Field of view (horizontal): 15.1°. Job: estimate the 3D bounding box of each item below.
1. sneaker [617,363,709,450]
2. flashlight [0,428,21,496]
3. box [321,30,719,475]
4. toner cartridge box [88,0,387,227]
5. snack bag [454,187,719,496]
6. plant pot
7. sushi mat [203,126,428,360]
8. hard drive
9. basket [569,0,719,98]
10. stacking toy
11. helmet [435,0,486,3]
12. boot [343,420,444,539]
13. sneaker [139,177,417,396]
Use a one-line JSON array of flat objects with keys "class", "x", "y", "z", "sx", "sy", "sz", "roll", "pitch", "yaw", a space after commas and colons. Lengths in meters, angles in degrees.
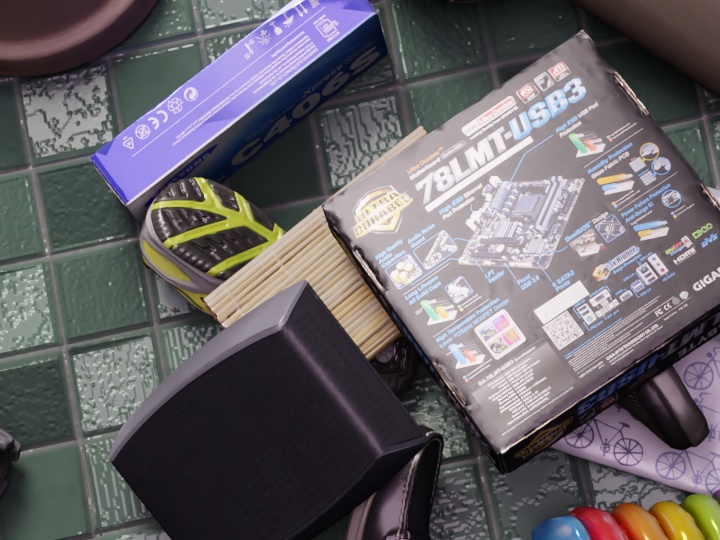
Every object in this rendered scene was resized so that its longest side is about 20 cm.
[{"class": "sneaker", "x": 0.120, "y": 0.056, "z": 1.668, "sx": 0.114, "sy": 0.076, "sz": 0.199, "roll": -43, "pitch": 73, "yaw": -2}, {"class": "flashlight", "x": -0.316, "y": 0.088, "z": 1.728, "sx": 0.200, "sy": 0.068, "sz": 0.068, "roll": 29, "pitch": 83, "yaw": 10}, {"class": "box", "x": 0.111, "y": -0.013, "z": 1.629, "sx": 0.200, "sy": 0.050, "sz": 0.199, "roll": -34, "pitch": 66, "yaw": -5}, {"class": "toner cartridge box", "x": -0.075, "y": -0.106, "z": 1.732, "sx": 0.200, "sy": 0.095, "sz": 0.043, "roll": -38, "pitch": 77, "yaw": -2}, {"class": "snack bag", "x": 0.178, "y": 0.028, "z": 1.715, "sx": 0.188, "sy": 0.021, "sz": 0.201, "roll": 18, "pitch": 80, "yaw": 10}, {"class": "plant pot", "x": -0.225, "y": -0.243, "z": 1.737, "sx": 0.200, "sy": 0.175, "sz": 0.201, "roll": -1, "pitch": 77, "yaw": 4}, {"class": "sushi mat", "x": 0.000, "y": 0.000, "z": 1.695, "sx": 0.200, "sy": 0.012, "sz": 0.096, "roll": -39, "pitch": 91, "yaw": -27}, {"class": "hard drive", "x": -0.064, "y": 0.106, "z": 1.641, "sx": 0.135, "sy": 0.042, "sz": 0.200, "roll": 52, "pitch": 129, "yaw": 1}, {"class": "basket", "x": 0.247, "y": -0.177, "z": 1.699, "sx": 0.200, "sy": 0.136, "sz": 0.180, "roll": 44, "pitch": 87, "yaw": 9}, {"class": "stacking toy", "x": 0.212, "y": 0.175, "z": 1.649, "sx": 0.199, "sy": 0.116, "sz": 0.110, "roll": -18, "pitch": 79, "yaw": -10}, {"class": "helmet", "x": 0.066, "y": -0.271, "z": 1.702, "sx": 0.200, "sy": 0.200, "sz": 0.191, "roll": -35, "pitch": 75, "yaw": -2}, {"class": "boot", "x": 0.063, "y": 0.204, "z": 1.646, "sx": 0.153, "sy": 0.073, "sz": 0.204, "roll": 13, "pitch": 86, "yaw": 24}, {"class": "sneaker", "x": -0.051, "y": 0.014, "z": 1.720, "sx": 0.200, "sy": 0.076, "sz": 0.075, "roll": 36, "pitch": 62, "yaw": -6}]
